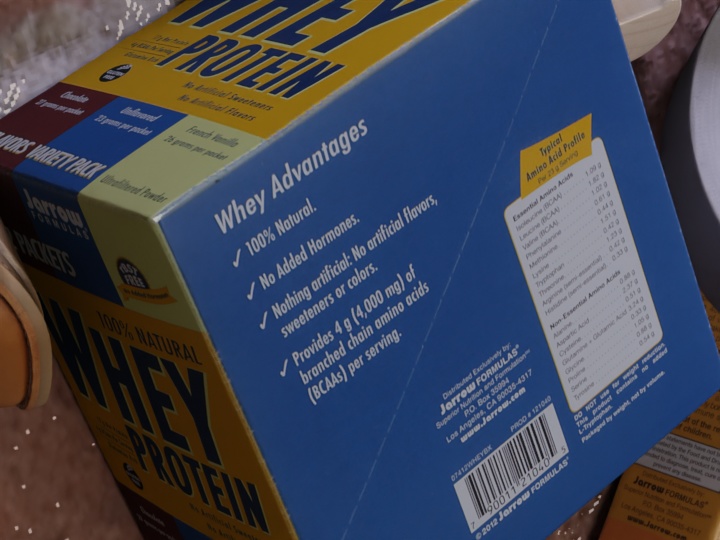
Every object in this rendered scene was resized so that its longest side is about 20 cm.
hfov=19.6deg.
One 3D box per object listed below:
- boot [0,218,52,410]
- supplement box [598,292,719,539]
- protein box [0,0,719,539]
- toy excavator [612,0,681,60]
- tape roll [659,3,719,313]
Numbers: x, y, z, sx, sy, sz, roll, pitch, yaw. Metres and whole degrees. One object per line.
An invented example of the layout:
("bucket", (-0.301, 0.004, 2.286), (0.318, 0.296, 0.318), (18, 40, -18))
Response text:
("boot", (-0.185, 0.014, 0.653), (0.155, 0.077, 0.200), (-26, 156, -8))
("supplement box", (0.182, 0.056, 0.964), (0.066, 0.069, 0.200), (24, 84, -42))
("protein box", (0.000, 0.000, 0.760), (0.198, 0.135, 0.200), (-37, 121, -25))
("toy excavator", (0.113, -0.182, 0.787), (0.200, 0.100, 0.194), (-36, 142, 17))
("tape roll", (0.233, -0.050, 0.900), (0.200, 0.066, 0.201), (1, 74, -4))
